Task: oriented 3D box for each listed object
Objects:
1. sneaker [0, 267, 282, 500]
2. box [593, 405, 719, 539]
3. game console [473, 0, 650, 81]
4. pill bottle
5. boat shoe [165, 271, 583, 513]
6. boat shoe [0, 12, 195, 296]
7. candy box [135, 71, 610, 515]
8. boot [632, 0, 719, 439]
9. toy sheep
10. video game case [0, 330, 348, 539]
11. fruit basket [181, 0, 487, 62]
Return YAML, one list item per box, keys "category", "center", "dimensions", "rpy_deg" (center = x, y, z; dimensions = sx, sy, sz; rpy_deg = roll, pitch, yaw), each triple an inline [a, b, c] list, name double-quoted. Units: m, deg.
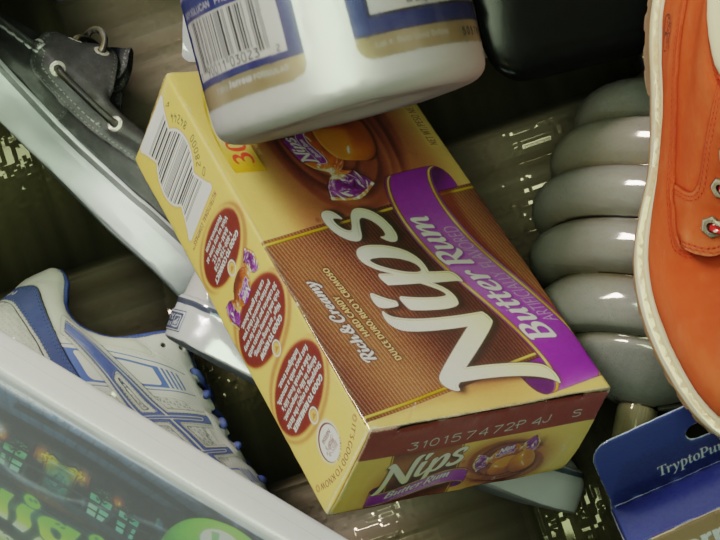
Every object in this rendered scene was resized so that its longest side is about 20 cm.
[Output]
- category: "sneaker"
  center: [-0.084, 0.071, 0.842]
  dimensions: [0.200, 0.075, 0.088]
  rpy_deg: [32, 68, -2]
- category: "box"
  center: [0.181, 0.128, 0.786]
  dimensions: [0.121, 0.032, 0.200]
  rpy_deg: [-24, 122, 3]
- category: "game console"
  center: [0.110, -0.194, 0.789]
  dimensions: [0.116, 0.176, 0.200]
  rpy_deg: [-9, 100, 20]
- category: "pill bottle"
  center: [-0.027, -0.158, 0.736]
  dimensions: [0.111, 0.111, 0.200]
  rpy_deg: [-14, 91, 4]
- category: "boat shoe"
  center: [0.016, 0.044, 0.828]
  dimensions: [0.200, 0.074, 0.065]
  rpy_deg: [26, 84, -11]
- category: "boat shoe"
  center: [-0.123, -0.074, 0.856]
  dimensions: [0.200, 0.070, 0.066]
  rpy_deg: [45, 85, 4]
- category: "candy box"
  center: [0.000, 0.000, 0.779]
  dimensions: [0.117, 0.056, 0.200]
  rpy_deg: [-6, 48, -32]
- category: "boot"
  center: [0.144, -0.031, 0.692]
  dimensions: [0.075, 0.107, 0.200]
  rpy_deg: [-5, 90, -4]
- category: "toy sheep"
  center: [0.136, -0.009, 0.802]
  dimensions: [0.138, 0.138, 0.200]
  rpy_deg: [14, 72, 5]
- category: "video game case"
  center: [-0.108, 0.133, 0.813]
  dimensions: [0.200, 0.023, 0.182]
  rpy_deg: [31, 130, 5]
- category: "fruit basket"
  center: [0.015, -0.186, 0.838]
  dimensions: [0.200, 0.094, 0.185]
  rpy_deg: [1, 88, 8]
